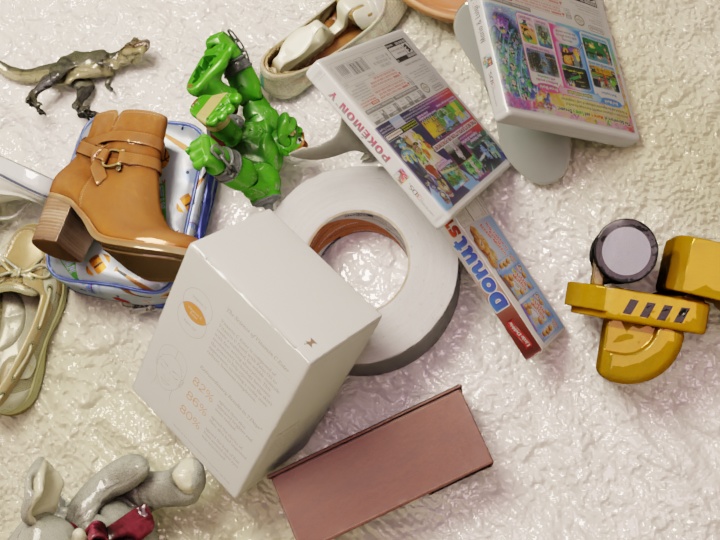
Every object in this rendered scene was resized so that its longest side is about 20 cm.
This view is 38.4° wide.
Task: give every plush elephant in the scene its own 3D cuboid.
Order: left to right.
[{"bbox_3d":[-0.247,0.252,0.930,0.198,0.155,0.167,8,96,16],"label":"plush elephant"}]

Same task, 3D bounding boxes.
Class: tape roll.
[{"bbox_3d":[0.000,0.000,1.027,0.198,0.066,0.203,-2,74,6],"label":"tape roll"}]

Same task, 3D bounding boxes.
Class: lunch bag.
[{"bbox_3d":[-0.228,-0.057,1.068,0.158,0.076,0.202,8,75,7],"label":"lunch bag"}]

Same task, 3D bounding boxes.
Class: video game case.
[{"bbox_3d":[0.054,-0.142,0.986,0.183,0.200,0.023,50,121,1],"label":"video game case"},{"bbox_3d":[0.187,-0.219,1.019,0.024,0.199,0.184,-28,66,46],"label":"video game case"}]

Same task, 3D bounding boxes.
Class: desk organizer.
[{"bbox_3d":[0.021,0.187,0.971,0.198,0.072,0.078,-25,75,0],"label":"desk organizer"}]

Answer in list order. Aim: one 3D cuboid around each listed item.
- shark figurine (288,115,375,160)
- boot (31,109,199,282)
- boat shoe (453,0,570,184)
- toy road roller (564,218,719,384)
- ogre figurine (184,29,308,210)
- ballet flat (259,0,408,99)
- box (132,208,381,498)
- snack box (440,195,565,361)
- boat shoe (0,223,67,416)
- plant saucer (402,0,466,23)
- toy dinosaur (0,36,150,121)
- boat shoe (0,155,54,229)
[{"bbox_3d":[0.017,-0.136,1.046,0.089,0.215,0.128,-33,104,35],"label":"shark figurine"},{"bbox_3d":[-0.209,-0.078,0.983,0.198,0.074,0.156,12,68,21],"label":"boot"},{"bbox_3d":[0.161,-0.186,1.052,0.070,0.064,0.202,-22,97,23],"label":"boat shoe"},{"bbox_3d":[0.289,0.038,0.957,0.198,0.123,0.148,10,91,10],"label":"toy road roller"},{"bbox_3d":[-0.119,-0.143,1.032,0.098,0.120,0.201,-36,39,5],"label":"ogre figurine"},{"bbox_3d":[-0.025,-0.256,1.102,0.200,0.062,0.068,-42,74,-5],"label":"ballet flat"},{"bbox_3d":[-0.099,0.076,0.941,0.152,0.201,0.106,43,40,15],"label":"box"},{"bbox_3d":[0.124,-0.013,0.991,0.024,0.072,0.201,-35,85,31],"label":"snack box"},{"bbox_3d":[-0.352,0.045,1.060,0.072,0.063,0.203,8,76,9],"label":"boat shoe"},{"bbox_3d":[0.107,-0.354,1.112,0.198,0.037,0.203,1,77,-4],"label":"plant saucer"},{"bbox_3d":[-0.324,-0.209,1.137,0.198,0.048,0.089,-4,60,7],"label":"toy dinosaur"},{"bbox_3d":[-0.405,-0.081,1.092,0.200,0.075,0.087,16,84,21],"label":"boat shoe"}]
